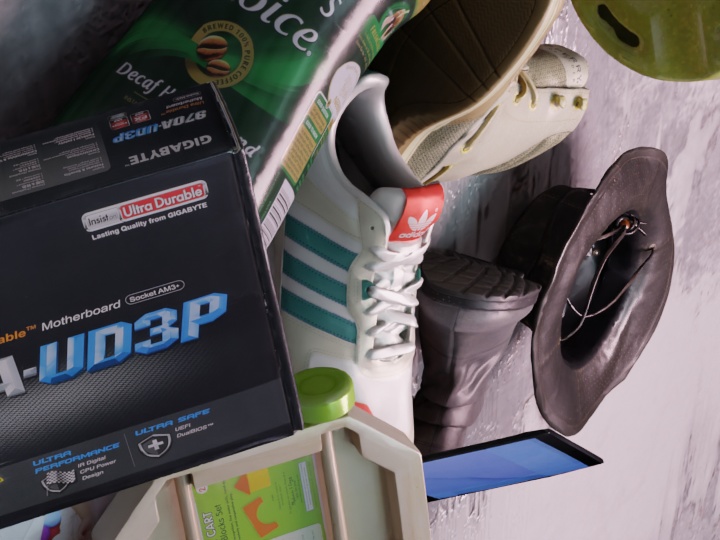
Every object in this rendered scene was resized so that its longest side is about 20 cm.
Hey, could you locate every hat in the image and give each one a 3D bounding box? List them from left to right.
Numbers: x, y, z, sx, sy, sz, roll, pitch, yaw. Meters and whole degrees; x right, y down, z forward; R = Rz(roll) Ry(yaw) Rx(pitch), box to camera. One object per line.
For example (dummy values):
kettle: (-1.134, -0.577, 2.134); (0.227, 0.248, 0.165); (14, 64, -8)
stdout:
hat: (0.135, 0.005, 1.158); (0.200, 0.080, 0.202); (-38, 138, -44)

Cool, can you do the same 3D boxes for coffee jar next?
coffee jar: (-0.042, -0.103, 0.760); (0.201, 0.104, 0.085); (-58, 167, -10)

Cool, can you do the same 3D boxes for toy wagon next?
toy wagon: (-0.064, 0.132, 0.798); (0.199, 0.040, 0.156); (-16, 118, -15)

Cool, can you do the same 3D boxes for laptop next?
laptop: (0.035, 0.167, 0.953); (0.201, 0.103, 0.177); (-65, 159, -3)

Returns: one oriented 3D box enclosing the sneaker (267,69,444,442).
sneaker: (0.000, -0.001, 0.833); (0.070, 0.093, 0.201); (-9, 84, -49)

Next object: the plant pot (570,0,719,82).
plant pot: (0.204, -0.178, 0.896); (0.184, 0.200, 0.202); (-21, 131, -44)

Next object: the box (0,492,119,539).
box: (-0.122, 0.131, 0.818); (0.199, 0.041, 0.157); (19, 98, -36)

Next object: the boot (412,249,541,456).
boot: (0.057, 0.061, 1.022); (0.200, 0.069, 0.133); (-2, 109, -80)

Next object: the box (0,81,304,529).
box: (-0.131, 0.026, 0.679); (0.198, 0.046, 0.160); (-16, 133, -8)

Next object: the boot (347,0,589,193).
boot: (0.070, -0.104, 0.898); (0.154, 0.072, 0.200); (-16, 158, -43)
